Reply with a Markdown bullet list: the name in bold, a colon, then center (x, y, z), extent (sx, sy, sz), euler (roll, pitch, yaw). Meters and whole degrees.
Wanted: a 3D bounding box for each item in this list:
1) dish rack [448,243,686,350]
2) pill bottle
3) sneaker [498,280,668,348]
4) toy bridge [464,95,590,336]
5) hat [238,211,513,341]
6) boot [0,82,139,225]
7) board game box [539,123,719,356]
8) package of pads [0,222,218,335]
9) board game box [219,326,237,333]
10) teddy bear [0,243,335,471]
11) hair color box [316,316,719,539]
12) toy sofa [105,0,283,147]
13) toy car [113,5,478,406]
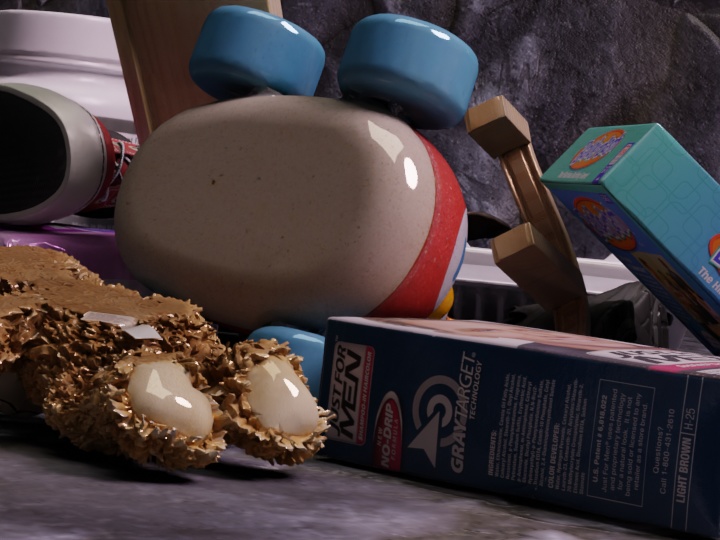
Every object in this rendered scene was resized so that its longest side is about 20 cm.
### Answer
- **dish rack**: center (0.114, 0.019, 1.423), extent (0.200, 0.044, 0.172), euler (5, -16, 4)
- **pill bottle**: center (-0.199, -0.064, 1.388), extent (0.114, 0.200, 0.114), euler (5, 2, 0)
- **sneaker**: center (0.129, 0.041, 1.260), extent (0.091, 0.076, 0.200), euler (0, -2, 20)
- **toy bridge**: center (0.098, 0.000, 1.154), extent (0.027, 0.200, 0.067), euler (-27, -40, 20)
- **hat**: center (-0.010, 0.015, 1.212), extent (0.201, 0.081, 0.201), euler (-5, -3, 0)
- **boot**: center (-0.148, -0.058, 1.151), extent (0.144, 0.072, 0.200), euler (3, 0, -35)
- **board game box**: center (0.190, 0.008, 1.111), extent (0.200, 0.045, 0.152), euler (44, -2, -7)
- **package of pads**: center (-0.165, 0.013, 1.131), extent (0.120, 0.076, 0.200), euler (5, 2, -27)
- **board game box**: center (-0.072, -0.013, 1.395), extent (0.134, 0.045, 0.200), euler (6, -22, 4)
- **teddy bear**: center (-0.101, 0.044, 0.858), extent (0.200, 0.067, 0.145), euler (15, 16, 30)
- **hair color box**: center (0.088, 0.058, 0.850), extent (0.200, 0.061, 0.100), euler (7, 2, 41)
- **toy sofa**: center (-0.082, -0.116, 1.108), extent (0.083, 0.098, 0.200), euler (-6, -43, 1)
- **toy car**: center (0.000, 0.000, 1.026), extent (0.177, 0.184, 0.200), euler (8, -17, 37)
